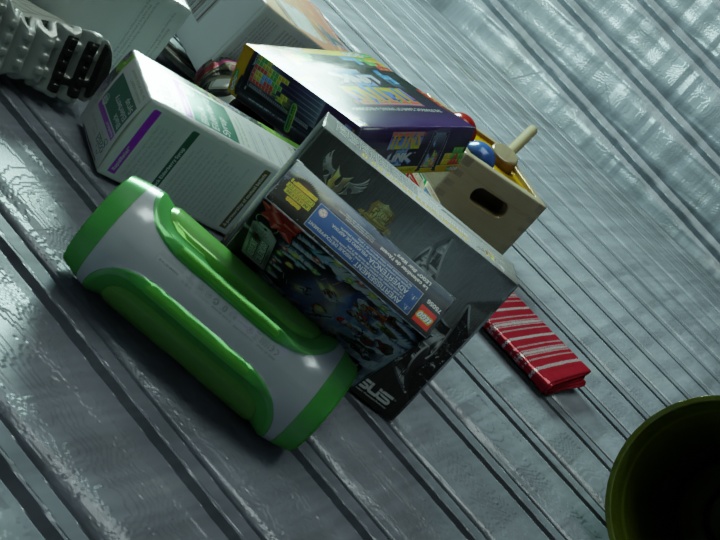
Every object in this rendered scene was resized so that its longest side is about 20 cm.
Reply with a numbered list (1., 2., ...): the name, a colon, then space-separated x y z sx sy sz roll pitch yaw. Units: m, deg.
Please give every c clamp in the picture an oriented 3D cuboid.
1. c clamp: -0.214 -0.269 1.374 0.171 0.027 0.200 39 17 -31

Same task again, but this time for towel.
1. towel: 0.170 0.061 1.417 0.200 0.023 0.144 47 21 20

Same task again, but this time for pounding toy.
1. pounding toy: 0.155 -0.135 1.636 0.199 0.142 0.185 28 23 -35

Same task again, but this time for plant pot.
1. plant pot: 0.347 0.231 1.169 0.201 0.200 0.193 51 8 25

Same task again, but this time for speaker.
1. speaker: -0.099 0.029 0.835 0.200 0.089 0.088 41 18 -4

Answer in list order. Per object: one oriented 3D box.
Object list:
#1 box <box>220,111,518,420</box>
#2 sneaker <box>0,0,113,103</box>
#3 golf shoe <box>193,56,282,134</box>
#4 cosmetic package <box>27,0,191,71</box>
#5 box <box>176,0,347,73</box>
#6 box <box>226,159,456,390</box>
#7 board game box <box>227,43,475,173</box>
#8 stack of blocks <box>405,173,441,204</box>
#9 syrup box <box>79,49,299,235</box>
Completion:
1. box: 0.000 0.000 0.987 0.200 0.158 0.048 39 18 -13
2. sneaker: -0.292 -0.193 0.982 0.081 0.075 0.200 38 10 37
3. golf shoe: -0.082 -0.147 1.301 0.199 0.073 0.092 16 36 -34
4. cosmetic package: -0.262 -0.247 1.085 0.200 0.113 0.081 29 21 -41
5. box: -0.109 -0.257 1.382 0.200 0.106 0.153 28 24 -52
6. box: -0.033 0.017 0.870 0.137 0.200 0.040 41 63 -3
7. board game box: -0.006 -0.160 1.238 0.165 0.057 0.199 37 26 28
8. stack of blocks: 0.037 -0.060 1.303 0.116 0.058 0.200 59 16 -9
9. syrup box: -0.130 -0.095 1.056 0.199 0.081 0.079 28 23 -40
